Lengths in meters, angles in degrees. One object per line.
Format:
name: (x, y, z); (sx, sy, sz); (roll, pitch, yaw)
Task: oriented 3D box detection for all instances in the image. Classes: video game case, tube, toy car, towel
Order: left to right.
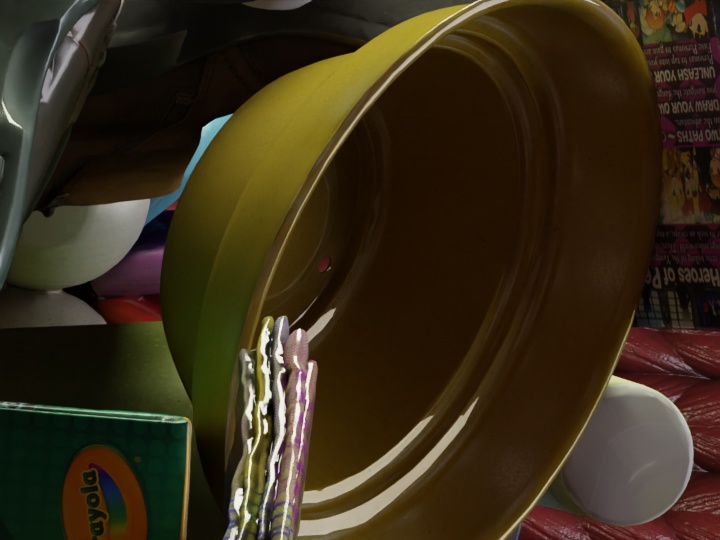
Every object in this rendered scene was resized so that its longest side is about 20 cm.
toy car: (-0.102, 0.000, 1.086); (0.175, 0.149, 0.201); (-105, -159, -78)
towel: (-0.033, 0.123, 0.600); (0.200, 0.023, 0.144); (-82, 180, -52)
tube: (0.077, 0.065, 0.979); (0.058, 0.052, 0.200); (-44, -173, -5)
video game case: (0.074, -0.072, 0.853); (0.200, 0.036, 0.182); (0, -80, 60)

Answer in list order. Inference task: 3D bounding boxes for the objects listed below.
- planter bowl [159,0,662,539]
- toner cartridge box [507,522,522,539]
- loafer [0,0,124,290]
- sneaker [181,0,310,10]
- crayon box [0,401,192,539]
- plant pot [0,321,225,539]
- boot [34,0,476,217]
planter bowl: (0.000, 0.000, 0.755); (0.200, 0.083, 0.201); (-31, 133, -40)
toner cartridge box: (0.030, 0.110, 0.996); (0.201, 0.043, 0.095); (100, -8, -45)
loafer: (-0.104, -0.055, 0.675); (0.063, 0.072, 0.201); (105, 1, -58)
sneaker: (-0.092, -0.123, 0.574); (0.200, 0.099, 0.071); (46, -53, 42)
crayon box: (-0.077, 0.098, 0.657); (0.200, 0.058, 0.119); (128, -33, -83)
plant pot: (-0.080, 0.094, 0.931); (0.200, 0.189, 0.201); (-174, -90, -86)
boot: (-0.047, -0.057, 0.854); (0.200, 0.188, 0.069); (128, -57, -65)
